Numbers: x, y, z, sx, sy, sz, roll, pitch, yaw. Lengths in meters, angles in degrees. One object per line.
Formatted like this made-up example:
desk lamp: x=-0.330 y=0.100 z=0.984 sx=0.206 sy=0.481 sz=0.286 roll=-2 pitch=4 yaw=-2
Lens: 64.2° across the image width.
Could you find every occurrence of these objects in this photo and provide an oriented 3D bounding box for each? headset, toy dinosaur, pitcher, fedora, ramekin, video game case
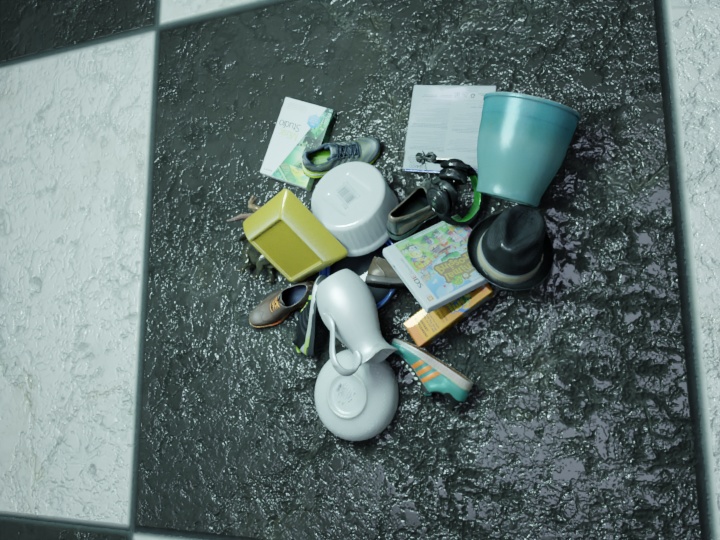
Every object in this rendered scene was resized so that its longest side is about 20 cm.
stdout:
headset: x=0.188 y=-0.178 z=1.189 sx=0.126 sy=0.198 sz=0.093 roll=-60 pitch=27 yaw=-11
toy dinosaur: x=-0.212 y=-0.103 z=1.357 sx=0.087 sy=0.195 sz=0.137 roll=-63 pitch=26 yaw=26
pitcher: x=-0.028 y=0.109 z=1.195 sx=0.121 sy=0.170 sz=0.203 roll=-38 pitch=76 yaw=38
fedora: x=0.307 y=-0.062 z=1.143 sx=0.194 sy=0.093 sz=0.205 roll=3 pitch=52 yaw=-3
ramekin: x=-0.016 y=-0.144 z=1.286 sx=0.195 sy=0.098 sz=0.206 roll=-9 pitch=59 yaw=15
video game case: x=0.172 y=-0.021 z=1.194 sx=0.196 sy=0.022 sz=0.183 roll=-24 pitch=52 yaw=-16
toy dinosaur: x=-0.240 y=-0.033 z=1.394 sx=0.197 sy=0.076 sz=0.105 roll=29 pitch=105 yaw=25

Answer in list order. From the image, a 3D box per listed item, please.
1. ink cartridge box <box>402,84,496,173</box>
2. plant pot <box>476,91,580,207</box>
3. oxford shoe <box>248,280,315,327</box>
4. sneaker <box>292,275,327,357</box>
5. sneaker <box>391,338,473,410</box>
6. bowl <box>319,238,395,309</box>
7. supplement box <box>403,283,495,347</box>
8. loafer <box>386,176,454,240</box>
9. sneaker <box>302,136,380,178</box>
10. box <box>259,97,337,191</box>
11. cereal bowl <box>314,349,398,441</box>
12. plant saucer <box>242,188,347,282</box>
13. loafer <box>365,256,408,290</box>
ink cartridge box: x=0.201 y=-0.313 z=1.295 sx=0.194 sy=0.040 sz=0.206 roll=8 pitch=86 yaw=21
plant pot: x=0.321 y=-0.237 z=1.166 sx=0.195 sy=0.199 sz=0.194 roll=17 pitch=98 yaw=21
oxford shoe: x=-0.192 y=0.075 z=1.361 sx=0.197 sy=0.073 sz=0.073 roll=-29 pitch=74 yaw=14
sneaker: x=-0.120 y=0.103 z=1.310 sx=0.081 sy=0.071 sz=0.206 roll=21 pitch=109 yaw=27
sneaker: x=0.138 y=0.220 z=1.222 sx=0.197 sy=0.071 sz=0.081 roll=31 pitch=93 yaw=23
bowl: x=0.000 y=0.000 z=1.321 sx=0.195 sy=0.039 sz=0.207 roll=-3 pitch=81 yaw=20
supplement box: x=0.189 y=0.081 z=1.226 sx=0.198 sy=0.069 sz=0.067 roll=-38 pitch=73 yaw=7
loafer: x=0.133 y=-0.147 z=1.242 sx=0.071 sy=0.064 sz=0.199 roll=35 pitch=68 yaw=30
sneaker: x=-0.046 y=-0.268 z=1.343 sx=0.194 sy=0.081 sz=0.076 roll=-17 pitch=85 yaw=2
box: x=-0.155 y=-0.315 z=1.427 sx=0.141 sy=0.036 sz=0.205 roll=19 pitch=90 yaw=21
cereal bowl: x=-0.017 y=0.274 z=1.264 sx=0.194 sy=0.083 sz=0.207 roll=-3 pitch=82 yaw=19
plant saucer: x=-0.156 y=-0.057 z=1.273 sx=0.200 sy=0.049 sz=0.198 roll=45 pitch=139 yaw=-18
loafer: x=0.109 y=0.005 z=1.235 sx=0.194 sy=0.073 sz=0.073 roll=7 pitch=78 yaw=-8
